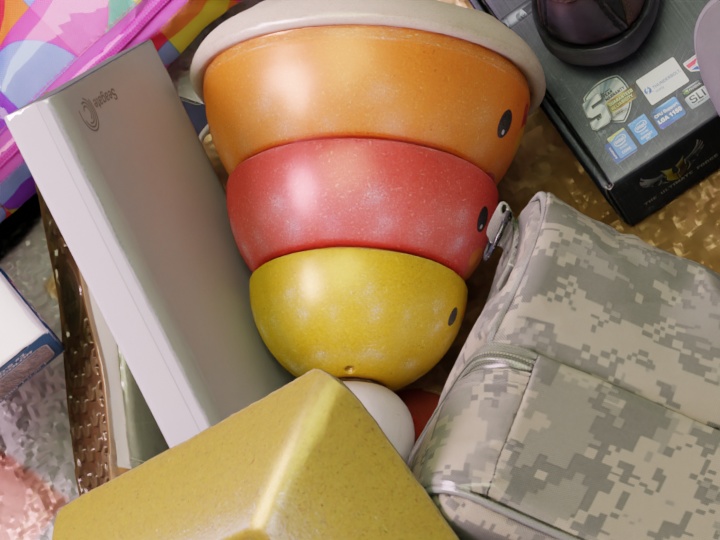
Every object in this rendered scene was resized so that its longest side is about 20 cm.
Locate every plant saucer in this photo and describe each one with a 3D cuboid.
[{"bbox_3d":[-0.022,0.155,1.087,0.048,0.200,0.200,-40,96,-40],"label":"plant saucer"}]

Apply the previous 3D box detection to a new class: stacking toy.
[{"bbox_3d":[0.000,0.000,1.180,0.146,0.146,0.200,-3,72,16],"label":"stacking toy"}]

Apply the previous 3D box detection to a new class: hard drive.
[{"bbox_3d":[-0.067,0.013,1.165,0.027,0.132,0.200,-24,97,18],"label":"hard drive"}]

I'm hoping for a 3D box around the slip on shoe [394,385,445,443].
[{"bbox_3d":[0.047,0.131,1.172,0.061,0.074,0.200,-23,61,5],"label":"slip on shoe"}]

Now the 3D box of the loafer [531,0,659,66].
[{"bbox_3d":[0.096,-0.186,1.217,0.072,0.063,0.200,-5,67,17],"label":"loafer"}]

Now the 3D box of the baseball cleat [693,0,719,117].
[{"bbox_3d":[0.174,-0.046,1.111,0.070,0.106,0.200,-54,52,24],"label":"baseball cleat"}]

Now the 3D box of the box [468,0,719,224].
[{"bbox_3d":[0.150,-0.139,1.246,0.200,0.051,0.158,-33,64,4],"label":"box"}]

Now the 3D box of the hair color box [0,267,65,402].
[{"bbox_3d":[-0.225,-0.015,1.224,0.100,0.061,0.200,-39,81,-5],"label":"hair color box"}]

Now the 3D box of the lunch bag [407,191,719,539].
[{"bbox_3d":[0.122,0.072,1.111,0.200,0.139,0.168,22,62,-1],"label":"lunch bag"}]

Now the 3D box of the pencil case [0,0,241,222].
[{"bbox_3d":[-0.134,-0.097,1.297,0.200,0.088,0.088,-44,65,1],"label":"pencil case"}]

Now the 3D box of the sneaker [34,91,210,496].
[{"bbox_3d":[-0.081,0.018,1.249,0.090,0.067,0.200,-7,86,-20],"label":"sneaker"}]
